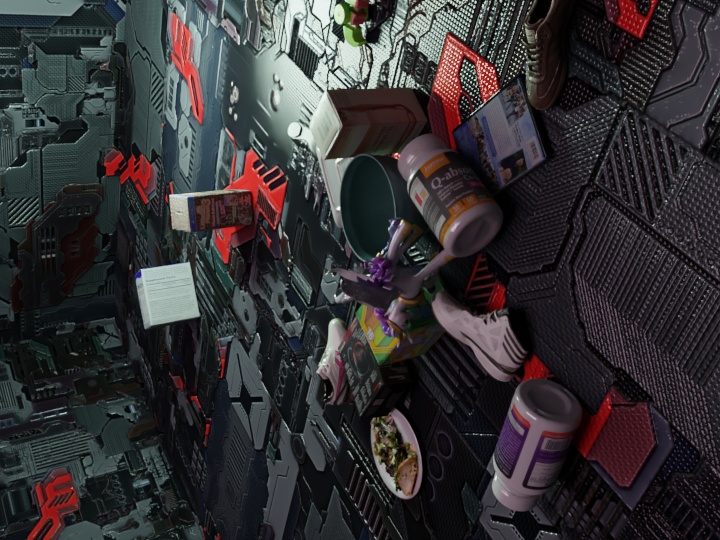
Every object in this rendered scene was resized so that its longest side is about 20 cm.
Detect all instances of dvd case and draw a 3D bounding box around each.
[{"bbox_3d":[0.230,-0.213,1.276,0.199,0.017,0.147,-34,68,58],"label":"dvd case"}]

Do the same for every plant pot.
[{"bbox_3d":[0.064,-0.123,1.466,0.199,0.131,0.207,21,114,56],"label":"plant pot"}]

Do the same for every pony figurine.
[{"bbox_3d":[0.052,0.015,1.332,0.203,0.190,0.167,-60,16,9],"label":"pony figurine"}]

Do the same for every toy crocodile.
[{"bbox_3d":[-0.004,-0.553,1.534,0.062,0.066,0.204,43,135,38],"label":"toy crocodile"}]

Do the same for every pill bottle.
[{"bbox_3d":[0.277,0.287,1.238,0.111,0.109,0.204,45,134,43],"label":"pill bottle"},{"bbox_3d":[0.148,-0.132,1.308,0.202,0.114,0.118,59,142,31],"label":"pill bottle"}]

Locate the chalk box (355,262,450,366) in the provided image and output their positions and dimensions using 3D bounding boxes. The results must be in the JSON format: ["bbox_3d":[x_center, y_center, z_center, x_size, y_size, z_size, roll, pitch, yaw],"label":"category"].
[{"bbox_3d":[0.096,0.073,1.471,0.127,0.121,0.201,64,145,25],"label":"chalk box"}]

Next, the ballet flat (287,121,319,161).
[{"bbox_3d":[-0.099,-0.300,1.788,0.199,0.056,0.068,39,107,41],"label":"ballet flat"}]

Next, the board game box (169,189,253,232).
[{"bbox_3d":[-0.431,-0.175,2.212,0.158,0.196,0.100,11,108,56],"label":"board game box"}]

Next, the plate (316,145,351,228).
[{"bbox_3d":[-0.023,-0.218,1.650,0.198,0.032,0.205,-24,77,47],"label":"plate"}]

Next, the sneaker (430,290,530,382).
[{"bbox_3d":[0.216,0.082,1.324,0.201,0.075,0.117,45,126,20],"label":"sneaker"}]

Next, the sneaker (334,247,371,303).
[{"bbox_3d":[0.000,0.000,1.665,0.198,0.074,0.117,-26,75,52],"label":"sneaker"}]

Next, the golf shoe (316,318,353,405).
[{"bbox_3d":[-0.060,0.217,1.800,0.072,0.090,0.206,4,100,59],"label":"golf shoe"}]

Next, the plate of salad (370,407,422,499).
[{"bbox_3d":[0.069,0.400,1.674,0.199,0.047,0.206,24,119,55],"label":"plate of salad"}]

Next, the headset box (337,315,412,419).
[{"bbox_3d":[0.024,0.192,1.651,0.150,0.073,0.203,-61,40,45],"label":"headset box"}]

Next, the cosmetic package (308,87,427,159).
[{"bbox_3d":[0.015,-0.278,1.446,0.089,0.196,0.104,64,146,22],"label":"cosmetic package"}]

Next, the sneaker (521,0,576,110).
[{"bbox_3d":[0.264,-0.341,1.133,0.070,0.074,0.206,32,124,50],"label":"sneaker"}]

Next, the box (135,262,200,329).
[{"bbox_3d":[-0.687,0.090,2.723,0.104,0.180,0.206,-22,79,59],"label":"box"}]
